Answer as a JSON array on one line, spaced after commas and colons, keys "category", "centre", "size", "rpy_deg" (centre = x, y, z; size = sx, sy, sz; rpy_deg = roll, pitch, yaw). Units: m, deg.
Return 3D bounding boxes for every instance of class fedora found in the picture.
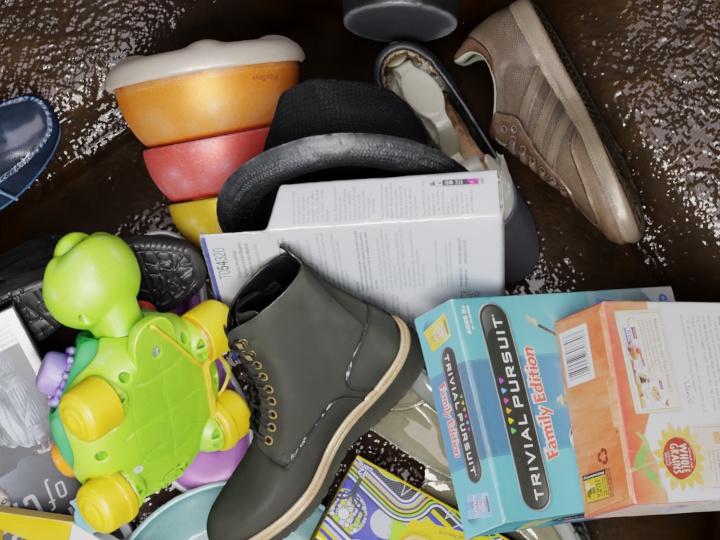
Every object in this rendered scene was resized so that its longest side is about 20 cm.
[{"category": "fedora", "centre": [-0.008, -0.070, 1.418], "size": [0.199, 0.201, 0.092], "rpy_deg": [-7, 62, 2]}]

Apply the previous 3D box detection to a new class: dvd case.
[{"category": "dvd case", "centre": [-0.262, 0.142, 1.434], "size": [0.150, 0.025, 0.201], "rpy_deg": [-27, 105, -2]}]

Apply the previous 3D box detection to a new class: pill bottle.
[{"category": "pill bottle", "centre": [0.031, -0.276, 1.512], "size": [0.111, 0.112, 0.202], "rpy_deg": [0, 78, 4]}]

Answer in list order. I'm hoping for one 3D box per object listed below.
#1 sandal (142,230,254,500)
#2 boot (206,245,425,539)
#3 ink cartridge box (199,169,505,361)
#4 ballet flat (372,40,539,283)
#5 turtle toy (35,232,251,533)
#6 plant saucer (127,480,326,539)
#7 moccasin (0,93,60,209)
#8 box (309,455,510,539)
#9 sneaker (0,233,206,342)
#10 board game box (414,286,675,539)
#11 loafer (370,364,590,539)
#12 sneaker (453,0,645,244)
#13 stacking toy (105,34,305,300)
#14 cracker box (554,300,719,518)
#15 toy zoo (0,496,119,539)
[{"category": "sandal", "centre": [-0.133, 0.068, 1.475], "size": [0.082, 0.050, 0.204], "rpy_deg": [-18, 77, 0]}, {"category": "boot", "centre": [-0.067, 0.086, 1.369], "size": [0.200, 0.138, 0.077], "rpy_deg": [-53, 38, -1]}, {"category": "ink cartridge box", "centre": [0.000, 0.000, 1.406], "size": [0.198, 0.197, 0.044], "rpy_deg": [-2, 63, 2]}, {"category": "ballet flat", "centre": [0.066, -0.082, 1.487], "size": [0.073, 0.073, 0.201], "rpy_deg": [-28, 77, -3]}, {"category": "turtle toy", "centre": [-0.159, 0.067, 1.377], "size": [0.101, 0.201, 0.145], "rpy_deg": [22, 42, 37]}, {"category": "plant saucer", "centre": [-0.082, 0.249, 1.437], "size": [0.198, 0.036, 0.202], "rpy_deg": [-1, 77, 4]}, {"category": "moccasin", "centre": [-0.308, -0.062, 1.508], "size": [0.200, 0.068, 0.081], "rpy_deg": [-37, 77, -5]}, {"category": "box", "centre": [0.064, 0.210, 1.398], "size": [0.199, 0.064, 0.070], "rpy_deg": [29, 63, 0]}, {"category": "sneaker", "centre": [-0.208, 0.003, 1.472], "size": [0.198, 0.104, 0.060], "rpy_deg": [-17, 114, 1]}, {"category": "board game box", "centre": [0.144, 0.093, 1.395], "size": [0.199, 0.047, 0.152], "rpy_deg": [-3, 73, -36]}, {"category": "loafer", "centre": [0.079, 0.143, 1.438], "size": [0.200, 0.075, 0.070], "rpy_deg": [45, 100, 12]}, {"category": "sneaker", "centre": [0.138, -0.097, 1.496], "size": [0.075, 0.070, 0.201], "rpy_deg": [-29, 72, 16]}, {"category": "stacking toy", "centre": [-0.099, -0.062, 1.478], "size": [0.145, 0.146, 0.202], "rpy_deg": [-8, 92, 2]}, {"category": "cracker box", "centre": [0.231, 0.093, 1.388], "size": [0.199, 0.058, 0.135], "rpy_deg": [2, 73, -33]}, {"category": "toy zoo", "centre": [-0.213, 0.248, 1.412], "size": [0.130, 0.020, 0.202], "rpy_deg": [17, 99, 15]}]
